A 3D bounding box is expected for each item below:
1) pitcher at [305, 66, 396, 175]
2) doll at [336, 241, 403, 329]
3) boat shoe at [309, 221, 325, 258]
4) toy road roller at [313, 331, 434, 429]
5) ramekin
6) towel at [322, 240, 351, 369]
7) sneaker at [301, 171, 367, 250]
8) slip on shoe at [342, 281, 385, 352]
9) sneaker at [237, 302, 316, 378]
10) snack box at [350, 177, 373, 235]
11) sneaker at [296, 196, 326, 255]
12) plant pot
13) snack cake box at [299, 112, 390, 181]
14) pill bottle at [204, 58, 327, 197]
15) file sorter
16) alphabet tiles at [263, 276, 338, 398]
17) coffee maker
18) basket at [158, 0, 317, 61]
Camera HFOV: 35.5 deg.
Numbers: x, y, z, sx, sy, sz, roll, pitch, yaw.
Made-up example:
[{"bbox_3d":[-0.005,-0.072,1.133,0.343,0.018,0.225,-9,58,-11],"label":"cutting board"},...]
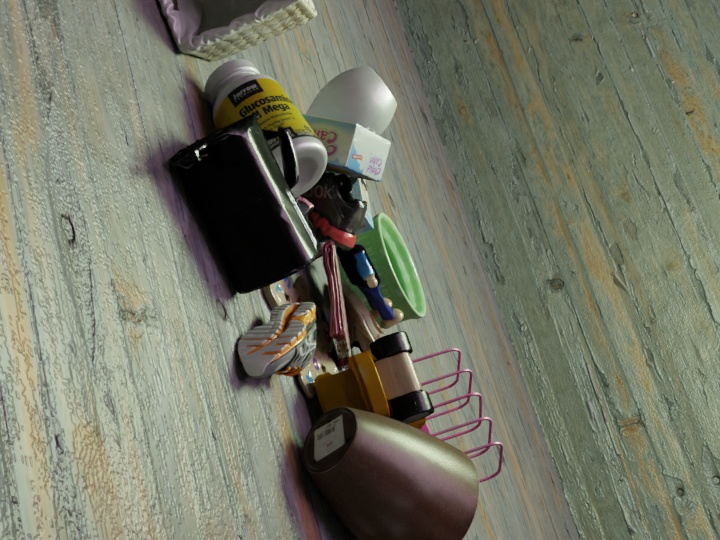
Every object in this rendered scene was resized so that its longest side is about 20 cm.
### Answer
[{"bbox_3d":[-0.028,-0.229,1.850,0.172,0.200,0.121,51,0,39],"label":"pitcher"},{"bbox_3d":[0.000,0.000,1.794,0.136,0.048,0.201,43,-15,52],"label":"doll"},{"bbox_3d":[-0.094,-0.109,1.797,0.069,0.056,0.202,29,41,-68],"label":"boat shoe"},{"bbox_3d":[0.012,0.176,1.590,0.200,0.145,0.124,96,-25,-72],"label":"toy road roller"},{"bbox_3d":[0.033,0.008,2.018,0.201,0.097,0.201,60,15,-28],"label":"ramekin"},{"bbox_3d":[-0.035,0.057,1.691,0.200,0.022,0.146,81,2,-71],"label":"towel"},{"bbox_3d":[-0.067,-0.120,1.711,0.200,0.098,0.071,39,12,23],"label":"sneaker"},{"bbox_3d":[0.000,0.102,1.829,0.201,0.060,0.076,53,-5,13],"label":"slip on shoe"},{"bbox_3d":[-0.096,0.102,1.433,0.200,0.077,0.078,-43,131,-67],"label":"sneaker"},{"bbox_3d":[-0.048,-0.127,1.879,0.037,0.115,0.201,53,19,-44],"label":"snack box"},{"bbox_3d":[-0.113,-0.103,1.659,0.202,0.081,0.070,66,18,-4],"label":"sneaker"},{"bbox_3d":[0.022,0.266,1.462,0.200,0.186,0.188,41,26,-32],"label":"plant pot"},{"bbox_3d":[-0.070,-0.192,1.695,0.115,0.198,0.068,19,85,-61],"label":"snack cake box"},{"bbox_3d":[-0.140,-0.203,1.594,0.201,0.112,0.112,54,7,27],"label":"pill bottle"},{"bbox_3d":[0.144,0.250,1.869,0.140,0.124,0.201,86,-15,-54],"label":"file sorter"},{"bbox_3d":[-0.083,0.093,1.613,0.201,0.014,0.196,64,17,-16],"label":"alphabet tiles"},{"bbox_3d":[-0.152,-0.078,1.433,0.192,0.134,0.201,-42,109,-51],"label":"coffee maker"},{"bbox_3d":[-0.192,-0.431,1.651,0.161,0.198,0.200,1,67,-81],"label":"basket"}]
